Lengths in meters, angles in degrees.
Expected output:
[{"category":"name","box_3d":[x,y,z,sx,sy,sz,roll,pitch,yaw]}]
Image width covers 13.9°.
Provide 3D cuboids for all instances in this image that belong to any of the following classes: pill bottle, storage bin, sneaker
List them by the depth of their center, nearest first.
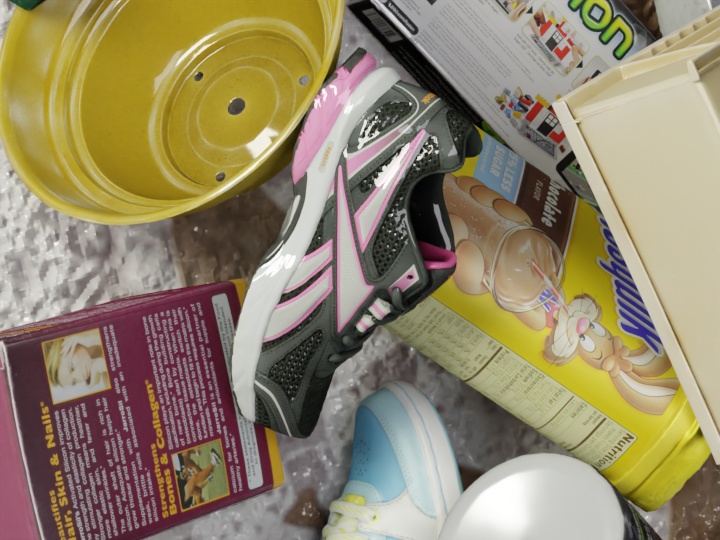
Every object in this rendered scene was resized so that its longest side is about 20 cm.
[{"category":"sneaker","box_3d":[0.000,0.000,1.423,0.086,0.080,0.200,24,118,14]},{"category":"storage bin","box_3d":[0.228,-0.041,1.486,0.198,0.094,0.200,-31,99,-40]},{"category":"sneaker","box_3d":[-0.015,0.160,1.526,0.130,0.079,0.201,-3,88,-24]},{"category":"pill bottle","box_3d":[0.125,0.182,1.534,0.106,0.106,0.200,-60,142,-13]}]

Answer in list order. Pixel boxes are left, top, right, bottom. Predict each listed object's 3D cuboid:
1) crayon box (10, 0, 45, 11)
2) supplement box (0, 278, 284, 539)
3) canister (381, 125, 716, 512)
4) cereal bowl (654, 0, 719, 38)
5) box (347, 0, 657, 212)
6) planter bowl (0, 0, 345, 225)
[{"category":"crayon box","box_3d":[-0.218,-0.234,1.463,0.200,0.052,0.126,29,77,-15]},{"category":"supplement box","box_3d":[-0.133,0.076,1.425,0.200,0.085,0.111,-15,94,-57]},{"category":"canister","box_3d":[0.096,0.017,1.535,0.200,0.087,0.149,34,32,-9]},{"category":"cereal bowl","box_3d":[0.235,-0.149,1.626,0.200,0.083,0.201,9,75,-34]},{"category":"box","box_3d":[0.099,-0.112,1.605,0.200,0.035,0.110,46,72,-15]},{"category":"planter bowl","box_3d":[-0.079,-0.098,1.481,0.083,0.200,0.201,43,70,-53]}]
